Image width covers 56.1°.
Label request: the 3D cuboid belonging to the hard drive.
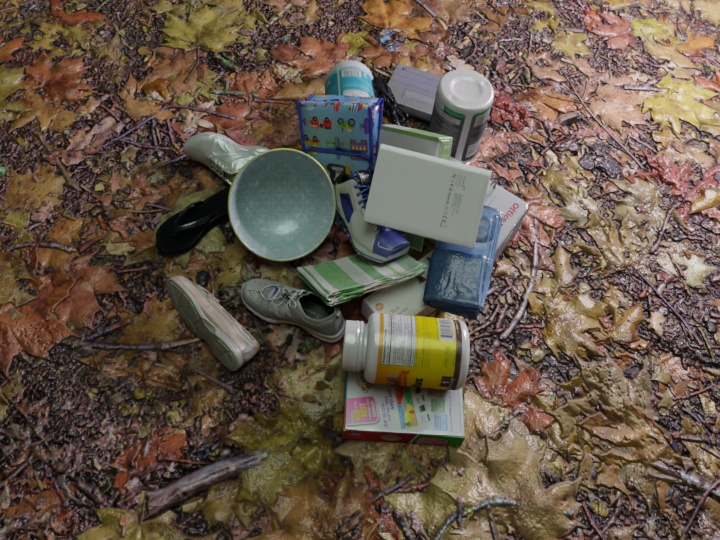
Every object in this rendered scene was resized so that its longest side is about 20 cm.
[{"bbox_3d":[0.113,-0.127,1.160,0.195,0.027,0.136,14,93,5],"label":"hard drive"}]

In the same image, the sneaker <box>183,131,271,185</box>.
[{"bbox_3d":[-0.262,-0.215,1.340,0.195,0.071,0.082,13,59,3],"label":"sneaker"}]

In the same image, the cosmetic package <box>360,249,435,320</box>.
[{"bbox_3d":[0.100,0.039,1.218,0.198,0.051,0.083,-35,65,-24],"label":"cosmetic package"}]

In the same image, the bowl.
[{"bbox_3d":[-0.151,-0.128,1.256,0.195,0.206,0.108,-11,16,-13],"label":"bowl"}]

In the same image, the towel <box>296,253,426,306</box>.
[{"bbox_3d":[0.000,0.000,1.196,0.196,0.024,0.152,-17,27,-22],"label":"towel"}]

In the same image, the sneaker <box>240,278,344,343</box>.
[{"bbox_3d":[-0.114,0.052,1.170,0.195,0.083,0.076,18,56,7],"label":"sneaker"}]

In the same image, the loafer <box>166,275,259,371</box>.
[{"bbox_3d":[-0.252,0.083,1.155,0.200,0.072,0.062,46,47,16],"label":"loafer"}]

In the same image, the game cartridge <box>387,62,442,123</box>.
[{"bbox_3d":[0.152,-0.386,1.512,0.195,0.039,0.132,20,61,8],"label":"game cartridge"}]

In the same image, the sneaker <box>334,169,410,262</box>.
[{"bbox_3d":[0.008,-0.113,1.223,0.079,0.117,0.199,-22,51,-34],"label":"sneaker"}]

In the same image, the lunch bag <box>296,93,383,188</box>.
[{"bbox_3d":[-0.037,-0.227,1.307,0.146,0.205,0.094,6,24,15],"label":"lunch bag"}]

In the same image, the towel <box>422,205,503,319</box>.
[{"bbox_3d":[0.180,-0.024,1.186,0.109,0.049,0.205,12,70,10],"label":"towel"}]

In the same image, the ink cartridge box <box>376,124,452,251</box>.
[{"bbox_3d":[0.087,-0.155,1.243,0.144,0.206,0.047,22,22,40],"label":"ink cartridge box"}]

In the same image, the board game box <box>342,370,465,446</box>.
[{"bbox_3d":[0.070,0.203,1.114,0.194,0.041,0.156,5,56,-2],"label":"board game box"}]

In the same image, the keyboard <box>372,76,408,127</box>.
[{"bbox_3d":[0.086,-0.319,1.404,0.039,0.103,0.204,-32,71,24],"label":"keyboard"}]

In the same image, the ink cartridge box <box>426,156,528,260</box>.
[{"bbox_3d":[0.200,-0.109,1.302,0.198,0.084,0.145,34,62,17],"label":"ink cartridge box"}]

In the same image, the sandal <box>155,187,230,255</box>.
[{"bbox_3d":[-0.306,-0.103,1.277,0.076,0.043,0.199,40,62,20],"label":"sandal"}]

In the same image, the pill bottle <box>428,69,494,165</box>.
[{"bbox_3d":[0.192,-0.285,1.348,0.110,0.202,0.116,3,56,-4],"label":"pill bottle"}]

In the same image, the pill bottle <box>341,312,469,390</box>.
[{"bbox_3d":[0.069,0.127,1.073,0.194,0.110,0.112,5,56,-1],"label":"pill bottle"}]

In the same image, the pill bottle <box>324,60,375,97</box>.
[{"bbox_3d":[-0.020,-0.331,1.412,0.107,0.112,0.204,0,57,-5],"label":"pill bottle"}]
